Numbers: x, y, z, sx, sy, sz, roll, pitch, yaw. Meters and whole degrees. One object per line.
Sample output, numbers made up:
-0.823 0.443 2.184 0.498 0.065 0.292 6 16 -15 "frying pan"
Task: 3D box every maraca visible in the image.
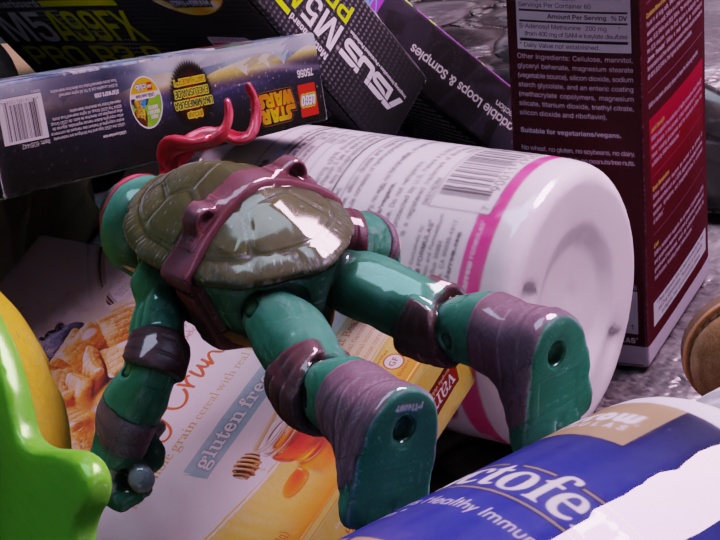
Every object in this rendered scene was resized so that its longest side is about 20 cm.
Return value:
-0.140 0.067 0.597 0.107 0.137 0.200 -1 32 -45 "maraca"

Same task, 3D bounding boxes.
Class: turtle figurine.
-0.032 0.014 0.605 0.150 0.101 0.200 -39 39 -25 "turtle figurine"

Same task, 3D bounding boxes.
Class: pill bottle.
0.065 0.102 0.511 0.200 0.116 0.116 -21 27 -36 "pill bottle"
0.000 0.000 0.775 0.200 0.114 0.113 10 27 33 "pill bottle"

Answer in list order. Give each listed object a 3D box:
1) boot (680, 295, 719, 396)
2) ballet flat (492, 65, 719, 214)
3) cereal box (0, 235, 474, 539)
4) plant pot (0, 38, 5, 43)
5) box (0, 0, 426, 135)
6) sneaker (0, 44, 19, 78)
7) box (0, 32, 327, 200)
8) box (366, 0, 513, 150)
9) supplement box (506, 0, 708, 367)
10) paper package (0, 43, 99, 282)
0.216 0.043 0.691 0.200 0.074 0.075 3 33 14 "boot"
0.145 -0.073 0.996 0.200 0.067 0.057 20 6 40 "ballet flat"
-0.078 0.059 0.690 0.200 0.040 0.144 10 48 31 "cereal box"
-0.191 -0.159 1.116 0.200 0.201 0.161 -15 10 -24 "plant pot"
-0.091 -0.119 0.833 0.200 0.160 0.044 7 60 43 "box"
-0.194 -0.103 0.833 0.075 0.089 0.200 -9 22 -6 "sneaker"
-0.122 -0.053 0.702 0.137 0.040 0.200 -4 9 32 "box"
0.019 -0.097 0.932 0.036 0.200 0.143 -57 33 -6 "box"
0.108 -0.072 0.812 0.061 0.200 0.109 6 24 23 "supplement box"
-0.248 -0.037 0.934 0.200 0.104 0.191 -1 24 7 "paper package"
